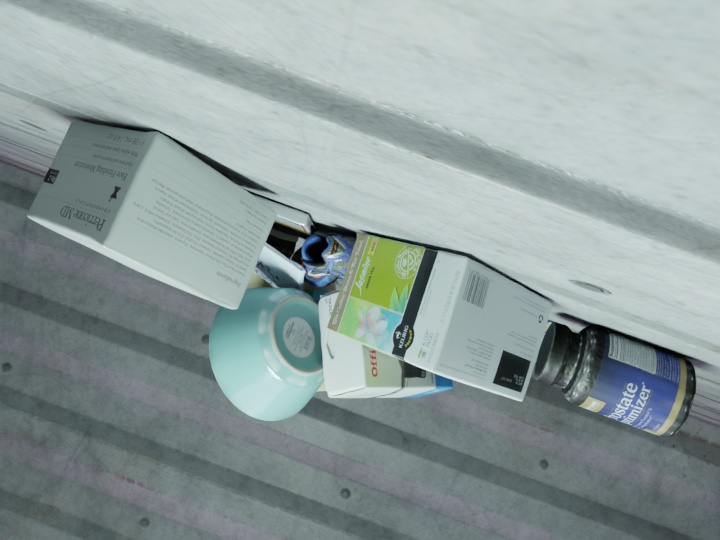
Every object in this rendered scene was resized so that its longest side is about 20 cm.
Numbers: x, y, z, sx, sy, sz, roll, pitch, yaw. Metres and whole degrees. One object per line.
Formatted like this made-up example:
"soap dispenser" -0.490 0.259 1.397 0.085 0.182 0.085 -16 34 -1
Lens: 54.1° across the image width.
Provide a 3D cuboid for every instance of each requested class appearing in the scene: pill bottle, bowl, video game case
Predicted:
"pill bottle" 0.350 0.146 0.985 0.195 0.115 0.112 19 176 5
"bowl" -0.111 0.108 1.034 0.198 0.206 0.104 22 146 -35
"video game case" -0.132 -0.081 1.021 0.139 0.018 0.200 20 176 2

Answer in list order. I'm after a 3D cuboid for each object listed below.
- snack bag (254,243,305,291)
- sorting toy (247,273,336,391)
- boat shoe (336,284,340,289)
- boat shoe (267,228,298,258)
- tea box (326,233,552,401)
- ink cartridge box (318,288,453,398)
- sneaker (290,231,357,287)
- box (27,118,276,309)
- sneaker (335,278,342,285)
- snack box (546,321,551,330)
"snack bag" -0.159 -0.029 1.069 0.198 0.022 0.189 34 162 6
"sorting toy" -0.108 0.095 1.155 0.180 0.205 0.036 2 157 -26
"boat shoe" -0.065 -0.001 1.398 0.072 0.070 0.199 16 -176 -21
"boat shoe" -0.161 -0.046 1.208 0.070 0.070 0.199 8 -172 -24
"tea box" 0.100 0.058 0.894 0.194 0.137 0.198 14 173 46
"ink cartridge box" 0.040 0.109 1.048 0.083 0.149 0.197 -19 160 41
"sneaker" -0.055 -0.025 1.008 0.077 0.077 0.198 21 164 -28
"box" -0.244 -0.066 0.835 0.196 0.134 0.199 16 168 41
"sneaker" -0.003 0.010 1.246 0.199 0.074 0.071 40 -161 33
"snack box" 0.221 0.125 1.232 0.164 0.070 0.200 -8 -178 -11
